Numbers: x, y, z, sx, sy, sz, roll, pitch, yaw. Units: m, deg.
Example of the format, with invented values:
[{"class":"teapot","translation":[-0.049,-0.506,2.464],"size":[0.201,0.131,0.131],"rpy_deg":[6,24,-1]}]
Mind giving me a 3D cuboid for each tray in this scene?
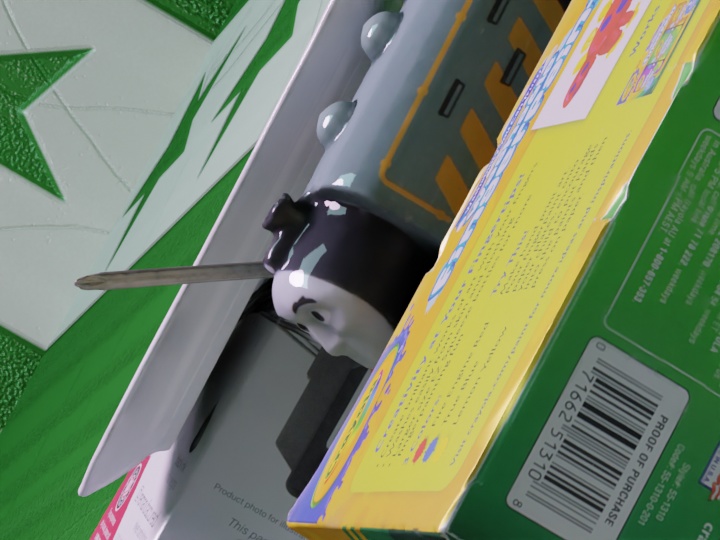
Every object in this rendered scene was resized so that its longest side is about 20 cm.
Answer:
[{"class":"tray","translation":[-0.031,-0.023,0.942],"size":[0.200,0.022,0.107],"rpy_deg":[-61,4,21]}]

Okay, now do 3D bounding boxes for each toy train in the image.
[{"class":"toy train","translation":[0.051,-0.047,0.862],"size":[0.200,0.114,0.085],"rpy_deg":[-62,9,-16]}]

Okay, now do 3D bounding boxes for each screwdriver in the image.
[{"class":"screwdriver","translation":[0.000,0.000,0.879],"size":[0.200,0.029,0.028],"rpy_deg":[-8,-54,-44]}]

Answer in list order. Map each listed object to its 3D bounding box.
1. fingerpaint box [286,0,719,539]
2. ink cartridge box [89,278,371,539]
[{"class":"fingerpaint box","translation":[0.074,-0.006,0.729],"size":[0.200,0.073,0.167],"rpy_deg":[-61,10,-11]},{"class":"ink cartridge box","translation":[-0.008,0.038,1.016],"size":[0.200,0.083,0.145],"rpy_deg":[-61,9,-2]}]
